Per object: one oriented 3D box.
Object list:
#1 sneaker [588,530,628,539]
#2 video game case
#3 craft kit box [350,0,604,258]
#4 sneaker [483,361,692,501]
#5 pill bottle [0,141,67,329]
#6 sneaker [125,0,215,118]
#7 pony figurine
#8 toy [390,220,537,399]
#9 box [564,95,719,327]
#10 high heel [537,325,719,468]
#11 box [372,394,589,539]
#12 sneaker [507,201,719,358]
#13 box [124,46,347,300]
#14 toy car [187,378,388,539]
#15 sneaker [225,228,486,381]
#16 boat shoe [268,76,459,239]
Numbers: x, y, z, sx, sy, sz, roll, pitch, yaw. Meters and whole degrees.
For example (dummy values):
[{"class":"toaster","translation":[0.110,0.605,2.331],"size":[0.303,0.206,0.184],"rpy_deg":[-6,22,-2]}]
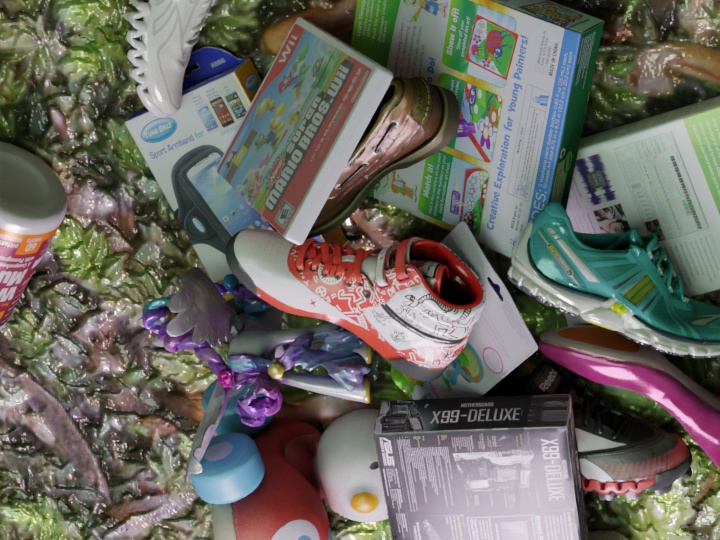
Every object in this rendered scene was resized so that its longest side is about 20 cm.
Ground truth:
[{"class":"sneaker","translation":[0.137,0.283,1.819],"size":[0.198,0.077,0.112],"rpy_deg":[-2,104,15]},{"class":"video game case","translation":[-0.046,-0.111,1.618],"size":[0.017,0.200,0.144],"rpy_deg":[26,97,-24]},{"class":"craft kit box","translation":[0.078,-0.128,1.639],"size":[0.196,0.048,0.201],"rpy_deg":[23,122,24]},{"class":"sneaker","translation":[0.174,0.127,1.733],"size":[0.199,0.071,0.099],"rpy_deg":[9,119,19]},{"class":"pill bottle","translation":[-0.342,-0.008,1.850],"size":[0.109,0.110,0.201],"rpy_deg":[35,122,3]},{"class":"sneaker","translation":[-0.143,-0.219,1.686],"size":[0.080,0.075,0.202],"rpy_deg":[4,106,3]},{"class":"pony figurine","translation":[-0.090,0.068,1.716],"size":[0.198,0.193,0.168],"rpy_deg":[2,107,0]},{"class":"toy","translation":[0.083,0.044,1.710],"size":[0.116,0.047,0.200],"rpy_deg":[59,146,10]},{"class":"box","translation":[0.229,-0.045,1.651],"size":[0.199,0.036,0.145],"rpy_deg":[-15,108,28]},{"class":"high heel","translation":[0.229,0.106,1.689],"size":[0.198,0.067,0.097],"rpy_deg":[11,111,-11]},{"class":"box","translation":[0.102,0.198,1.713],"size":[0.156,0.050,0.201],"rpy_deg":[-4,118,13]},{"class":"sneaker","translation":[0.211,0.011,1.608],"size":[0.199,0.078,0.080],"rpy_deg":[22,99,-16]},{"class":"box","translation":[-0.109,-0.083,1.763],"size":[0.118,0.042,0.201],"rpy_deg":[-21,107,28]},{"class":"toy car","translation":[-0.018,0.182,1.790],"size":[0.198,0.177,0.185],"rpy_deg":[-14,120,13]},{"class":"sneaker","translation":[0.001,0.000,1.638],"size":[0.200,0.067,0.108],"rpy_deg":[30,137,-4]},{"class":"boat shoe","translation":[-0.016,-0.093,1.639],"size":[0.068,0.072,0.200],"rpy_deg":[18,137,-41]}]
